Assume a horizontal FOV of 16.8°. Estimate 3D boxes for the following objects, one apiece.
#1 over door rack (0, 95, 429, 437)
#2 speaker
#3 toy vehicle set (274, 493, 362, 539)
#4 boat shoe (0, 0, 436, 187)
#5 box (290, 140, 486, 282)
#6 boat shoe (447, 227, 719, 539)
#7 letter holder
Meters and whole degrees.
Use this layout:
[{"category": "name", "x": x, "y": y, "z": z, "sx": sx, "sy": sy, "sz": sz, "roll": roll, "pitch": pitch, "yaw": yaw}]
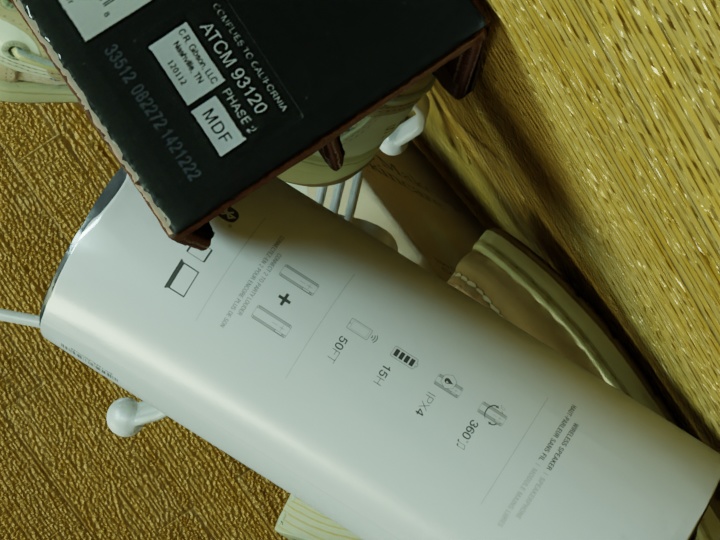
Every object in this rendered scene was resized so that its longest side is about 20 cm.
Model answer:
[{"category": "over door rack", "x": -0.086, "y": -0.026, "z": 0.836, "sx": 0.067, "sy": 0.200, "sz": 0.148, "roll": 115, "pitch": 170, "yaw": -53}, {"category": "speaker", "x": 0.008, "y": 0.038, "z": 0.732, "sx": 0.200, "sy": 0.081, "sz": 0.081, "roll": 31, "pitch": 175, "yaw": 5}, {"category": "toy vehicle set", "x": 0.075, "y": 0.140, "z": 0.919, "sx": 0.200, "sy": 0.027, "sz": 0.124, "roll": 35, "pitch": 166, "yaw": -28}, {"category": "boat shoe", "x": -0.073, "y": -0.087, "z": 0.759, "sx": 0.063, "sy": 0.200, "sz": 0.073, "roll": 140, "pitch": 141, "yaw": -56}, {"category": "box", "x": 0.000, "y": 0.000, "z": 0.945, "sx": 0.095, "sy": 0.078, "sz": 0.200, "roll": 28, "pitch": -164, "yaw": -38}, {"category": "boat shoe", "x": 0.080, "y": 0.078, "z": 0.799, "sx": 0.200, "sy": 0.066, "sz": 0.074, "roll": 56, "pitch": 178, "yaw": 16}, {"category": "letter holder", "x": -0.060, "y": -0.114, "z": 0.695, "sx": 0.200, "sy": 0.101, "sz": 0.142, "roll": 56, "pitch": 180, "yaw": 3}]
